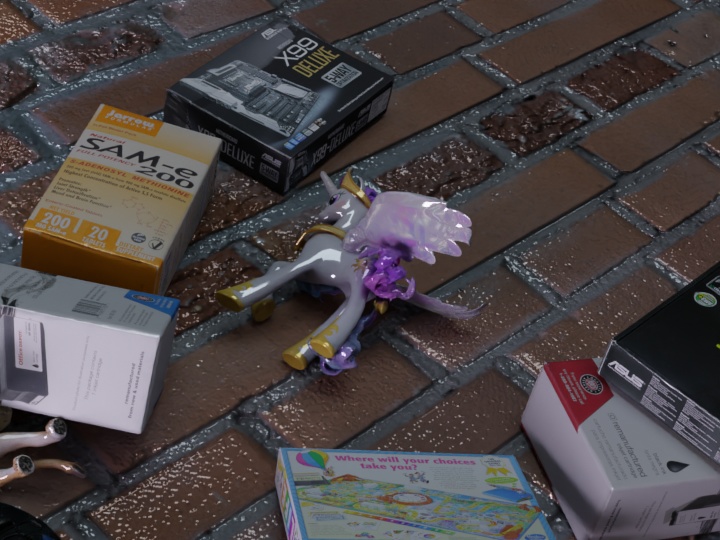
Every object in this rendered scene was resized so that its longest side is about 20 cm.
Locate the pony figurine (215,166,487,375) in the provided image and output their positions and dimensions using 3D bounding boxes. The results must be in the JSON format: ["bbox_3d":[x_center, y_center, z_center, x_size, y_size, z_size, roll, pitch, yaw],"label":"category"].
[{"bbox_3d":[0.000,0.000,1.303,0.193,0.167,0.200,25,57,23],"label":"pony figurine"}]

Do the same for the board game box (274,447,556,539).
[{"bbox_3d":[0.041,0.190,1.142,0.200,0.034,0.134,4,24,-12],"label":"board game box"}]

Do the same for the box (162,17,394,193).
[{"bbox_3d":[-0.083,-0.177,1.529,0.158,0.050,0.200,31,44,18],"label":"box"}]

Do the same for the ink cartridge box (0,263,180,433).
[{"bbox_3d":[-0.254,0.054,1.157,0.200,0.084,0.145,12,9,-3],"label":"ink cartridge box"}]

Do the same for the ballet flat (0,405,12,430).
[{"bbox_3d":[-0.363,0.133,1.107,0.200,0.066,0.057,-11,67,-20],"label":"ballet flat"}]

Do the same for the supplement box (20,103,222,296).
[{"bbox_3d":[-0.216,-0.057,1.340,0.126,0.074,0.200,16,41,1],"label":"supplement box"}]

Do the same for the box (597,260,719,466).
[{"bbox_3d":[0.333,0.091,1.232,0.200,0.048,0.193,39,43,25],"label":"box"}]

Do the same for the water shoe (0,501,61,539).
[{"bbox_3d":[-0.217,0.217,1.033,0.200,0.079,0.071,40,47,26],"label":"water shoe"}]

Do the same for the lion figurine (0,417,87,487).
[{"bbox_3d":[-0.310,0.135,1.060,0.200,0.122,0.073,34,37,-40],"label":"lion figurine"}]

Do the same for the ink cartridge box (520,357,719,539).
[{"bbox_3d":[0.260,0.146,1.247,0.200,0.083,0.147,-4,45,-20],"label":"ink cartridge box"}]
